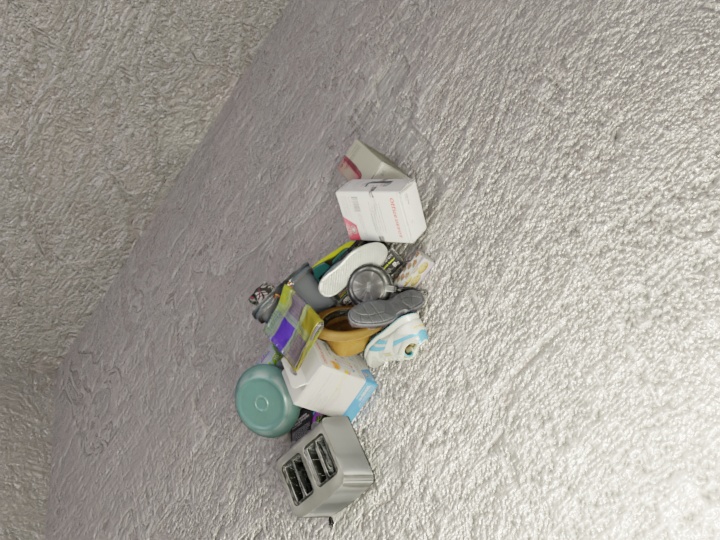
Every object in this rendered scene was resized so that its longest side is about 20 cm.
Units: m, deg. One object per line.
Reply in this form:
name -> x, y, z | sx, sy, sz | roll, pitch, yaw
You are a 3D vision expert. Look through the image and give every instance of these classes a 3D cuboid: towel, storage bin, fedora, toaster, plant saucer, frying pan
towel -> -0.164, 0.135, 1.631 | 0.200, 0.023, 0.144 | 44, 110, 47
storage bin -> -0.162, 0.096, 1.773 | 0.200, 0.134, 0.146 | -44, -11, -11
fedora -> -0.030, 0.151, 1.643 | 0.200, 0.200, 0.082 | 28, 126, 57
toaster -> -0.079, 0.458, 1.555 | 0.181, 0.119, 0.200 | -44, 54, 24
plant saucer -> -0.256, 0.350, 1.805 | 0.199, 0.036, 0.201 | 2, 95, 21
frying pan -> 0.053, 0.057, 1.646 | 0.190, 0.031, 0.115 | 27, 89, 15

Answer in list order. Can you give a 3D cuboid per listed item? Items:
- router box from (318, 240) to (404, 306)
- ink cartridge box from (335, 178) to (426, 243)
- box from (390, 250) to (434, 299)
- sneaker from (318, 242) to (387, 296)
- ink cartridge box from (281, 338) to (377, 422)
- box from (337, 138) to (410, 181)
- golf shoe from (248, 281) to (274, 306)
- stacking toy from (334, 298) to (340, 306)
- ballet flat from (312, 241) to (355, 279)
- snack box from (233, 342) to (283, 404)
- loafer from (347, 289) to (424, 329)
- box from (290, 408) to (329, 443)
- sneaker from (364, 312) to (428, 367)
router box -> 0.000, 0.000, 1.795 | 0.200, 0.062, 0.150 | -45, 34, 0
ink cartridge box -> 0.054, -0.154, 1.735 | 0.200, 0.146, 0.085 | 7, 36, 38
box -> 0.105, 0.042, 1.685 | 0.200, 0.041, 0.039 | -52, 35, 16
sneaker -> -0.025, -0.010, 1.717 | 0.200, 0.074, 0.082 | -31, 11, -3
ink cartridge box -> -0.086, 0.260, 1.654 | 0.125, 0.200, 0.129 | -55, 35, 14
box -> 0.041, -0.265, 1.901 | 0.109, 0.128, 0.200 | -55, 34, 14
golf shoe -> -0.295, 0.089, 2.176 | 0.088, 0.077, 0.200 | -59, 33, -6
stacking toy -> -0.107, 0.128, 1.872 | 0.200, 0.146, 0.146 | -35, 40, 10
ballet flat -> -0.075, -0.024, 1.970 | 0.200, 0.067, 0.067 | -34, 22, 34
snack box -> -0.238, 0.306, 1.887 | 0.200, 0.142, 0.053 | -53, 35, 16
loafer -> 0.059, 0.103, 1.585 | 0.072, 0.199, 0.063 | 58, 150, 31
box -> -0.122, 0.434, 1.739 | 0.143, 0.036, 0.200 | -39, 42, 31
sneaker -> 0.079, 0.182, 1.594 | 0.200, 0.076, 0.081 | -48, 60, 40
